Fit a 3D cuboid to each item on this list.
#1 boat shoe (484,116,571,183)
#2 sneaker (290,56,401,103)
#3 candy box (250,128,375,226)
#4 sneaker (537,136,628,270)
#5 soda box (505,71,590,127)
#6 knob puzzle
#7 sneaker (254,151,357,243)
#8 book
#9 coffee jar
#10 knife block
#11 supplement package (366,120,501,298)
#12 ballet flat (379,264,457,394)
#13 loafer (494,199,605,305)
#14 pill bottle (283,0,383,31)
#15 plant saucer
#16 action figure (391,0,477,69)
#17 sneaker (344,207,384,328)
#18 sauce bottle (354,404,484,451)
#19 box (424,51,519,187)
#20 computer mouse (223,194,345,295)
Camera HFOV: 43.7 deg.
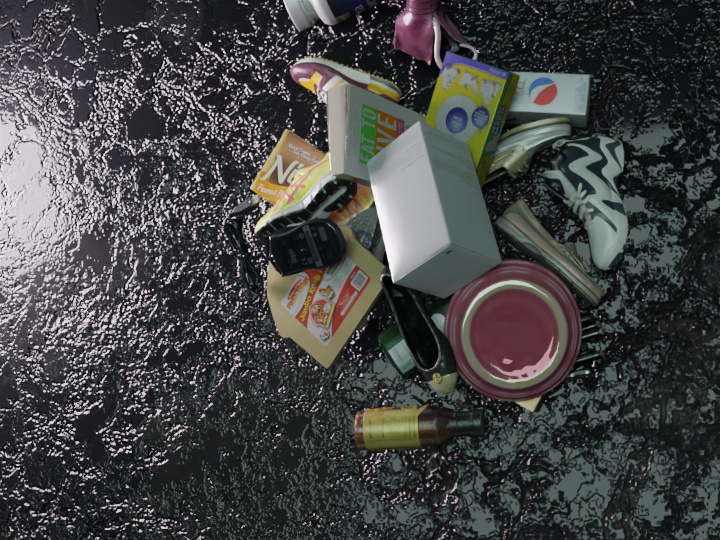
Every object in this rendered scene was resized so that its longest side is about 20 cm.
[{"bbox_3d":[0.235,-0.177,1.388,0.197,0.074,0.070,-18,78,23],"label":"boat shoe"},{"bbox_3d":[-0.035,-0.284,1.475,0.196,0.075,0.092,18,82,18],"label":"sneaker"},{"bbox_3d":[-0.070,-0.127,1.470,0.199,0.055,0.117,35,94,18],"label":"candy box"},{"bbox_3d":[0.320,-0.105,1.322,0.127,0.079,0.204,6,82,-11],"label":"sneaker"},{"bbox_3d":[0.254,-0.266,1.394,0.196,0.068,0.065,7,84,16],"label":"soda box"},{"bbox_3d":[-0.064,0.020,1.380,0.216,0.030,0.225,-4,82,27],"label":"knob puzzle"},{"bbox_3d":[-0.088,-0.113,1.415,0.198,0.078,0.092,-33,48,22],"label":"sneaker"},{"bbox_3d":[0.030,-0.192,1.382,0.047,0.198,0.137,-6,80,40],"label":"book"},{"bbox_3d":[0.127,0.077,1.361,0.198,0.104,0.086,-35,83,7],"label":"coffee jar"},{"bbox_3d":[0.258,0.112,1.341,0.198,0.064,0.178,27,89,18],"label":"knife block"},{"bbox_3d":[0.101,-0.084,1.273,0.117,0.116,0.203,-33,55,35],"label":"supplement package"},{"bbox_3d":[0.078,0.087,1.280,0.066,0.057,0.203,-28,88,33],"label":"ballet flat"},{"bbox_3d":[0.293,-0.032,1.352,0.199,0.072,0.063,41,86,20],"label":"loafer"},{"bbox_3d":[-0.029,-0.476,1.482,0.197,0.111,0.113,-22,77,12],"label":"pill bottle"},{"bbox_3d":[0.216,0.087,1.272,0.196,0.051,0.205,0,94,6],"label":"plant saucer"},{"bbox_3d":[0.092,-0.413,1.392,0.132,0.202,0.150,-25,51,-8],"label":"action figure"},{"bbox_3d":[0.000,0.000,1.415,0.074,0.087,0.204,21,94,31],"label":"sneaker"},{"bbox_3d":[0.090,0.239,1.370,0.196,0.066,0.068,-5,80,12],"label":"sauce bottle"},{"bbox_3d":[0.153,-0.215,1.360,0.116,0.048,0.204,26,108,31],"label":"box"},{"bbox_3d":[-0.114,-0.058,1.359,0.197,0.046,0.143,-21,98,30],"label":"computer mouse"}]
